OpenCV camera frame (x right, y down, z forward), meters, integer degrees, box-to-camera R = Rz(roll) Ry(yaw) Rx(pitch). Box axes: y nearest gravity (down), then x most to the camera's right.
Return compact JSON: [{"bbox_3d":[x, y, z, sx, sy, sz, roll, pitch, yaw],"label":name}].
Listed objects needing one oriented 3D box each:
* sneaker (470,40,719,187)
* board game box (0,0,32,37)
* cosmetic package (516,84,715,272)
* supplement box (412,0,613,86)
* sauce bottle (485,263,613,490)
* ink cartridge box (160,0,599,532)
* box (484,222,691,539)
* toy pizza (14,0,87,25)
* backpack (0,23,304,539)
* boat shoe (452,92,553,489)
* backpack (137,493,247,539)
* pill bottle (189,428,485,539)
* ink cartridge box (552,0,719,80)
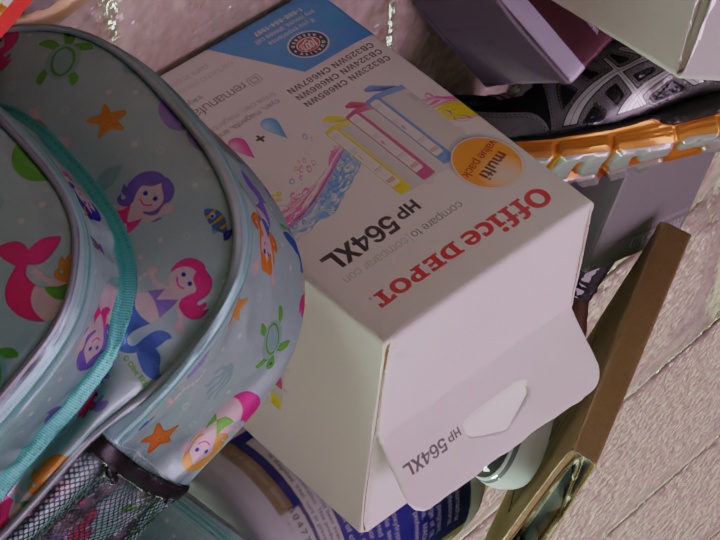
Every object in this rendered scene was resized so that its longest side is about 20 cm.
[{"bbox_3d":[0.131,-0.088,1.101,0.199,0.078,0.078,-13,174,-6],"label":"sneaker"},{"bbox_3d":[-0.114,-0.170,0.664,0.200,0.151,0.046,-49,152,-3],"label":"board game box"},{"bbox_3d":[0.150,-0.109,1.207,0.107,0.090,0.201,-21,136,-48],"label":"cosmetic package"},{"bbox_3d":[0.125,-0.175,1.059,0.200,0.061,0.109,-47,-164,-9],"label":"supplement box"},{"bbox_3d":[0.087,0.050,1.325,0.201,0.065,0.065,-58,152,8],"label":"sauce bottle"},{"bbox_3d":[0.000,0.000,0.982,0.128,0.200,0.126,-34,148,-31],"label":"ink cartridge box"},{"bbox_3d":[0.109,0.085,1.195,0.164,0.021,0.200,-63,177,41],"label":"box"},{"bbox_3d":[-0.123,-0.149,0.804,0.200,0.032,0.201,-37,149,-27],"label":"toy pizza"},{"bbox_3d":[-0.127,0.012,0.825,0.200,0.178,0.151,-40,153,-3],"label":"backpack"},{"bbox_3d":[0.054,0.007,1.134,0.066,0.070,0.202,6,81,-30],"label":"boat shoe"},{"bbox_3d":[-0.106,0.185,1.027,0.150,0.200,0.178,-40,149,-21],"label":"backpack"},{"bbox_3d":[-0.005,0.104,1.185,0.199,0.120,0.120,-30,146,-35],"label":"pill bottle"},{"bbox_3d":[0.171,-0.137,0.936,0.199,0.147,0.083,0,116,-34],"label":"ink cartridge box"}]
